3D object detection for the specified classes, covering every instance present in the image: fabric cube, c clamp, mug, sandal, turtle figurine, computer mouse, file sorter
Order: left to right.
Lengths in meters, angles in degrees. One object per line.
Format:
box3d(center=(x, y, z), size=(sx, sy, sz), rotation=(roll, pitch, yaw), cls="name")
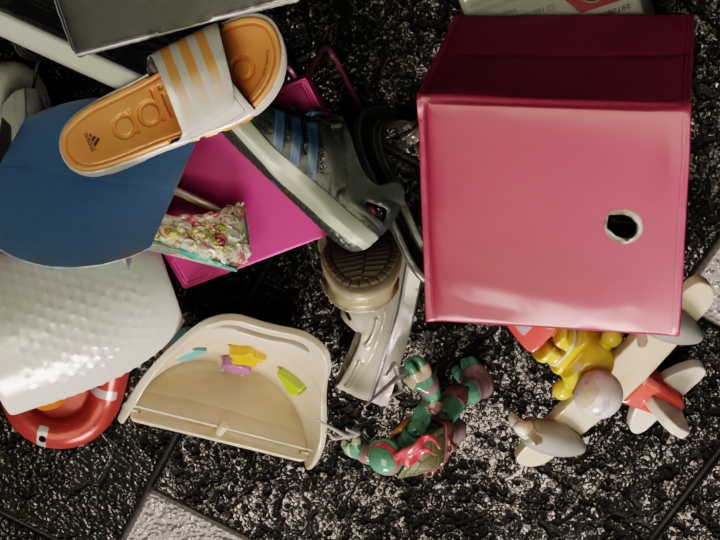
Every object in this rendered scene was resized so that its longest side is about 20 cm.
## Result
box3d(center=(-0.288, -0.122, 1.342), size=(0.044, 0.110, 0.201), rotation=(3, 76, 21), cls="computer mouse")
box3d(center=(-0.267, 0.012, 1.384), size=(0.175, 0.148, 0.201), rotation=(-18, 74, -8), cls="mug")
box3d(center=(-0.152, -0.133, 1.186), size=(0.206, 0.059, 0.079), rotation=(-28, 85, 9), cls="sandal")
box3d(center=(-0.094, -0.100, 1.364), size=(0.199, 0.126, 0.139), rotation=(-20, 112, 20), cls="file sorter")
box3d(center=(0.046, 0.149, 1.422), size=(0.150, 0.200, 0.101), rotation=(-42, 75, 33), cls="turtle figurine")
box3d(center=(0.062, -0.064, 1.359), size=(0.027, 0.171, 0.201), rotation=(-23, 98, 35), cls="c clamp")
box3d(center=(0.160, -0.082, 1.189), size=(0.199, 0.200, 0.197), rotation=(3, 119, 11), cls="fabric cube")

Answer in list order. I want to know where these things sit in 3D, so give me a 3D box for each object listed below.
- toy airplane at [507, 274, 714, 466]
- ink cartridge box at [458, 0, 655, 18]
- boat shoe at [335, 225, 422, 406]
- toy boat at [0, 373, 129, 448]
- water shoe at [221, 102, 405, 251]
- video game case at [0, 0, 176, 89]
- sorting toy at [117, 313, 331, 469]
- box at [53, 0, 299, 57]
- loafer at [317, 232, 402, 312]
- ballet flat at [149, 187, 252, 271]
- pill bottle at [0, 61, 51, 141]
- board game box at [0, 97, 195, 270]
box3d(center=(0.230, 0.099, 1.397), size=(0.198, 0.141, 0.201), rotation=(-3, 116, 11), cls="toy airplane")
box3d(center=(0.188, -0.177, 1.297), size=(0.144, 0.084, 0.201), rotation=(-15, 113, 19), cls="ink cartridge box")
box3d(center=(0.016, 0.041, 1.450), size=(0.070, 0.071, 0.201), rotation=(14, 125, 0), cls="boat shoe")
box3d(center=(-0.301, 0.094, 1.496), size=(0.130, 0.131, 0.201), rotation=(17, 118, 2), cls="toy boat")
box3d(center=(-0.048, -0.106, 1.252), size=(0.200, 0.071, 0.079), rotation=(45, 84, -6), cls="water shoe")
box3d(center=(-0.224, -0.199, 1.306), size=(0.199, 0.182, 0.023), rotation=(24, 107, -3), cls="video game case")
box3d(center=(-0.110, 0.094, 1.424), size=(0.199, 0.107, 0.180), rotation=(15, 151, -12), cls="sorting toy")
box3d(center=(-0.134, -0.275, 1.238), size=(0.199, 0.197, 0.124), rotation=(-12, 107, 15), cls="box")
box3d(center=(0.000, 0.000, 1.357), size=(0.075, 0.200, 0.069), rotation=(-8, 110, -2), cls="loafer")
box3d(center=(-0.188, -0.047, 1.309), size=(0.199, 0.076, 0.064), rotation=(11, 91, 3), cls="ballet flat")
box3d(center=(-0.398, -0.135, 1.402), size=(0.199, 0.116, 0.117), rotation=(1, 117, 17), cls="pill bottle")
box3d(center=(-0.228, -0.065, 1.265), size=(0.157, 0.200, 0.039), rotation=(8, 139, 10), cls="board game box")
